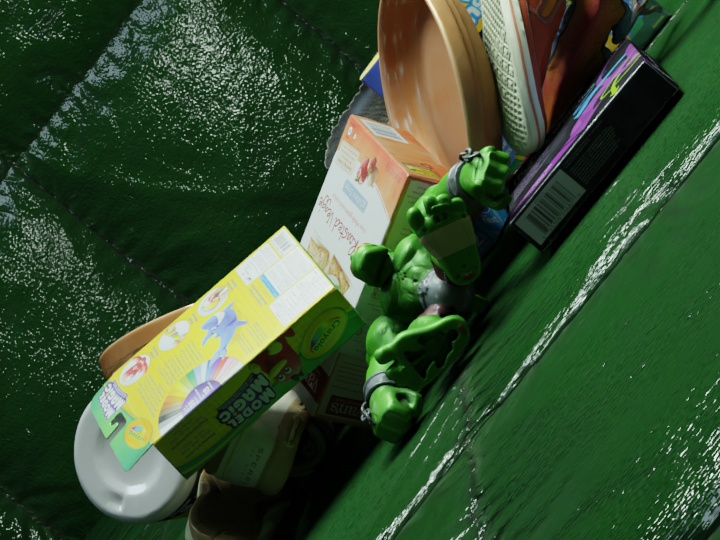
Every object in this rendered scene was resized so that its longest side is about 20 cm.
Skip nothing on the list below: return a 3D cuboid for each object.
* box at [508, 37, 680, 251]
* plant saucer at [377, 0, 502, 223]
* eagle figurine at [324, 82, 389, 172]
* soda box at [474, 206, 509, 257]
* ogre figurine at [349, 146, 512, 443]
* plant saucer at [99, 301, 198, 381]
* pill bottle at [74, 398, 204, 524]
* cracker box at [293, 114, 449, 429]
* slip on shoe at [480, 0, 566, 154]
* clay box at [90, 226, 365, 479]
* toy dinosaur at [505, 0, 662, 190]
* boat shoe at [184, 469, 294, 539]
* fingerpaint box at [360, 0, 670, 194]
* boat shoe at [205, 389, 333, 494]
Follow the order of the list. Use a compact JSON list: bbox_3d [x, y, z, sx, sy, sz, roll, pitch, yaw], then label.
[{"bbox_3d":[0.159,-0.093,1.525,0.143,0.036,0.200,-51,3,10],"label":"box"},{"bbox_3d":[0.062,-0.130,1.640,0.037,0.201,0.200,-14,-5,-13],"label":"plant saucer"},{"bbox_3d":[0.066,-0.144,2.098,0.200,0.151,0.151,-50,10,36],"label":"eagle figurine"},{"bbox_3d":[0.038,0.008,1.790,0.200,0.064,0.068,-49,6,31],"label":"soda box"},{"bbox_3d":[0.045,0.013,1.497,0.120,0.097,0.201,-157,68,-80],"label":"ogre figurine"},{"bbox_3d":[-0.115,0.057,1.781,0.199,0.032,0.200,-19,-12,-4],"label":"plant saucer"},{"bbox_3d":[-0.136,0.145,1.785,0.114,0.114,0.200,-50,-22,18],"label":"pill bottle"},{"bbox_3d":[0.000,0.000,1.640,0.201,0.057,0.134,-69,26,15],"label":"cracker box"},{"bbox_3d":[0.123,-0.184,1.587,0.074,0.061,0.201,130,139,-69],"label":"slip on shoe"},{"bbox_3d":[-0.101,0.067,1.586,0.200,0.048,0.115,-41,32,0],"label":"clay box"},{"bbox_3d":[0.184,-0.179,1.624,0.182,0.104,0.201,123,155,-60],"label":"toy dinosaur"},{"bbox_3d":[-0.101,0.198,1.649,0.200,0.074,0.067,-42,-29,-75],"label":"boat shoe"},{"bbox_3d":[0.124,-0.184,1.760,0.200,0.167,0.073,-51,5,8],"label":"fingerpaint box"},{"bbox_3d":[-0.059,0.130,1.674,0.074,0.066,0.200,-64,-9,19],"label":"boat shoe"}]
